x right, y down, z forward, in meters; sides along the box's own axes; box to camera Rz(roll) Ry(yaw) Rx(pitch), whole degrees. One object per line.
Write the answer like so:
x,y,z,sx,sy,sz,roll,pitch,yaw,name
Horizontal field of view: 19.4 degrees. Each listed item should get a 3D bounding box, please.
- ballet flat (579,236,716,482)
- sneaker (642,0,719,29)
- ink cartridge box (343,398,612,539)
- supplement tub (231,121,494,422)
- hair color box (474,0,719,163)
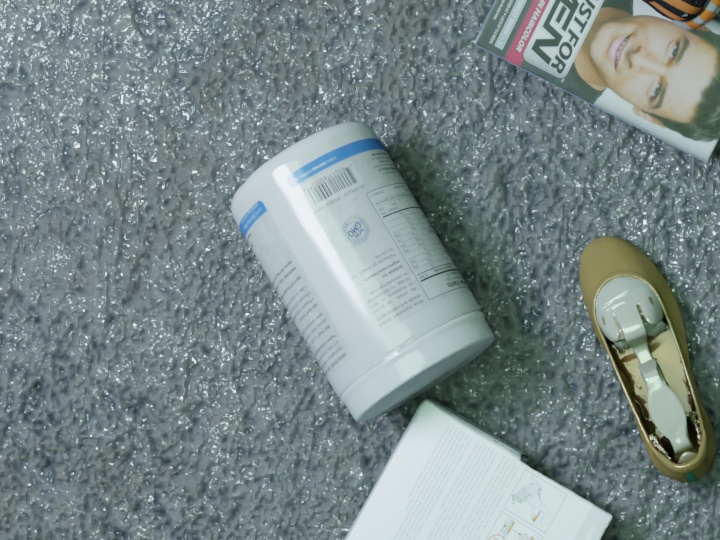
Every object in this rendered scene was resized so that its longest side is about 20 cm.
0.221,0.064,1.602,0.068,0.063,0.201,-25,81,9,ballet flat
0.193,-0.267,1.538,0.078,0.111,0.201,-51,39,26,sneaker
0.076,0.228,1.632,0.173,0.044,0.201,30,92,12,ink cartridge box
0.000,0.000,1.622,0.131,0.132,0.201,-32,80,8,supplement tub
0.197,-0.173,1.602,0.199,0.061,0.100,27,100,1,hair color box
